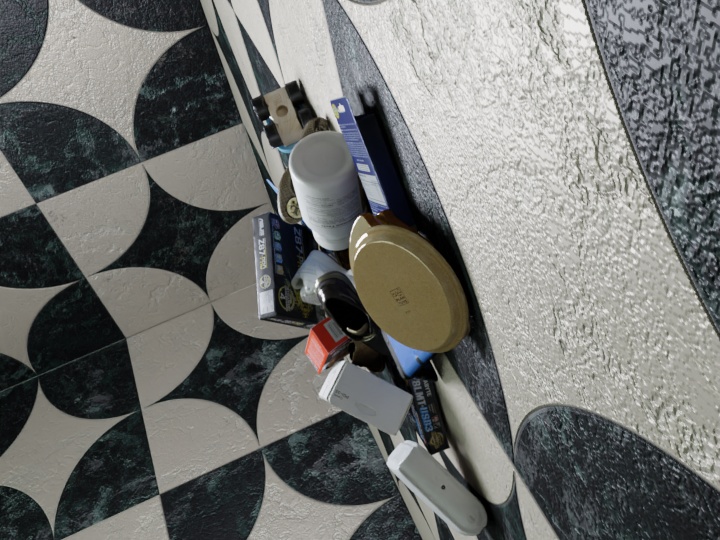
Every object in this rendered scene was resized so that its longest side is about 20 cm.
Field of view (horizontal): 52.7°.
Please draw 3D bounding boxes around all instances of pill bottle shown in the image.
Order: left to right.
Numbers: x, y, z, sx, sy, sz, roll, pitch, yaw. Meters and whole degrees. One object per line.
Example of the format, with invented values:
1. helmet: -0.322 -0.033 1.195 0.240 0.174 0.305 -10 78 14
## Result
1. pill bottle: -0.048 -0.123 1.199 0.201 0.113 0.115 81 164 -59

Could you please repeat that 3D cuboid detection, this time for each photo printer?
1. photo printer: 0.145 0.406 1.345 0.200 0.070 0.166 43 169 2

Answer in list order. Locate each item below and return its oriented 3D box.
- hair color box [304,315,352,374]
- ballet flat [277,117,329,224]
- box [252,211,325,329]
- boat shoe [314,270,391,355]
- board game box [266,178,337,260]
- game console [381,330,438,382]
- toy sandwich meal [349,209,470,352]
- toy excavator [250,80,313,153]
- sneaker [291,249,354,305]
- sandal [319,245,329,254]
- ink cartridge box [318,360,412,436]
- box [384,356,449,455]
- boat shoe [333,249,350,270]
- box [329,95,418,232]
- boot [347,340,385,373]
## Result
1. hair color box: -0.050 0.135 1.433 0.061 0.101 0.200 53 164 10
2. ballet flat: -0.093 -0.177 1.271 0.067 0.202 0.046 28 163 -35
3. box: -0.137 0.005 1.401 0.161 0.049 0.202 22 -123 -57
4. boat shoe: -0.005 0.088 1.212 0.200 0.074 0.074 41 -155 -27
5. board game box: -0.096 -0.107 1.364 0.200 0.039 0.158 49 177 -12
6. game console: 0.086 0.067 1.184 0.171 0.118 0.201 -52 56 45
7. toy sandwich meal: 0.066 0.014 0.937 0.204 0.070 0.207 29 138 30
8. toy excavator: -0.153 -0.316 1.494 0.200 0.099 0.196 64 -178 -75
9. sneaker: -0.047 0.038 1.310 0.199 0.100 0.075 28 157 44
10. sandal: -0.049 -0.099 1.445 0.048 0.075 0.201 62 161 23
11. ink cartridge box: 0.007 0.238 1.375 0.146 0.083 0.200 28 170 -3
12. box: 0.098 0.221 1.411 0.199 0.049 0.201 -130 20 -63
13. boat shoe: 0.000 -0.001 1.368 0.068 0.071 0.201 87 159 -63
14. box: 0.017 -0.146 0.997 0.201 0.032 0.121 67 172 -15
15. boot: 0.009 0.161 1.422 0.200 0.075 0.074 91 156 -67
